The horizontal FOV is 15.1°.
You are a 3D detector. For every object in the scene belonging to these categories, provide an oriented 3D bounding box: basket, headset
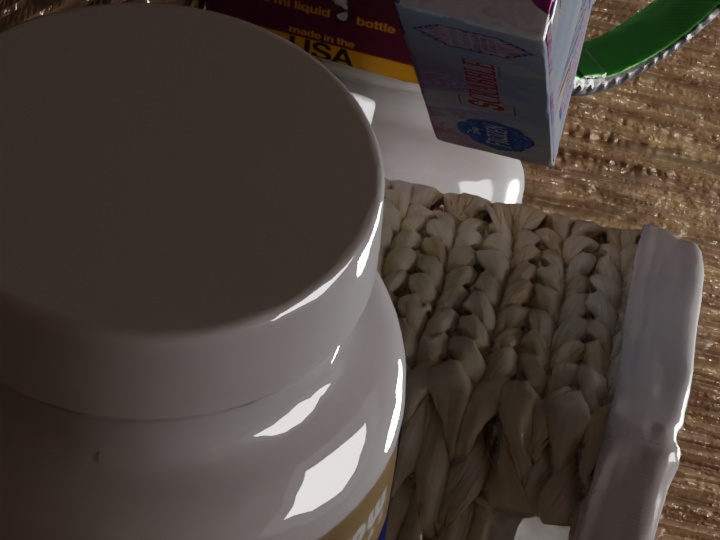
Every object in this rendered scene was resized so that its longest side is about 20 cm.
[{"bbox_3d":[0.031,0.062,0.846,0.200,0.123,0.136,-59,163,-71],"label":"basket"},{"bbox_3d":[0.136,-0.161,1.150,0.123,0.094,0.200,-10,148,-49],"label":"headset"}]

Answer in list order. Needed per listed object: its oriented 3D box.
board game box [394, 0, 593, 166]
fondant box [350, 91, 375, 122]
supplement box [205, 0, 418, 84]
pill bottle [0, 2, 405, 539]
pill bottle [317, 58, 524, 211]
[{"bbox_3d":[0.057,-0.143,0.751,0.200,0.041,0.201,59,45,-81],"label":"board game box"},{"bbox_3d":[-0.045,0.006,0.877,0.200,0.058,0.145,-27,130,-85],"label":"fondant box"},{"bbox_3d":[0.008,-0.170,0.852,0.201,0.085,0.111,97,10,-51],"label":"supplement box"},{"bbox_3d":[-0.050,0.046,0.597,0.201,0.115,0.116,97,8,-47],"label":"pill bottle"},{"bbox_3d":[0.000,0.000,1.047,0.113,0.112,0.201,-49,152,-79],"label":"pill bottle"}]
